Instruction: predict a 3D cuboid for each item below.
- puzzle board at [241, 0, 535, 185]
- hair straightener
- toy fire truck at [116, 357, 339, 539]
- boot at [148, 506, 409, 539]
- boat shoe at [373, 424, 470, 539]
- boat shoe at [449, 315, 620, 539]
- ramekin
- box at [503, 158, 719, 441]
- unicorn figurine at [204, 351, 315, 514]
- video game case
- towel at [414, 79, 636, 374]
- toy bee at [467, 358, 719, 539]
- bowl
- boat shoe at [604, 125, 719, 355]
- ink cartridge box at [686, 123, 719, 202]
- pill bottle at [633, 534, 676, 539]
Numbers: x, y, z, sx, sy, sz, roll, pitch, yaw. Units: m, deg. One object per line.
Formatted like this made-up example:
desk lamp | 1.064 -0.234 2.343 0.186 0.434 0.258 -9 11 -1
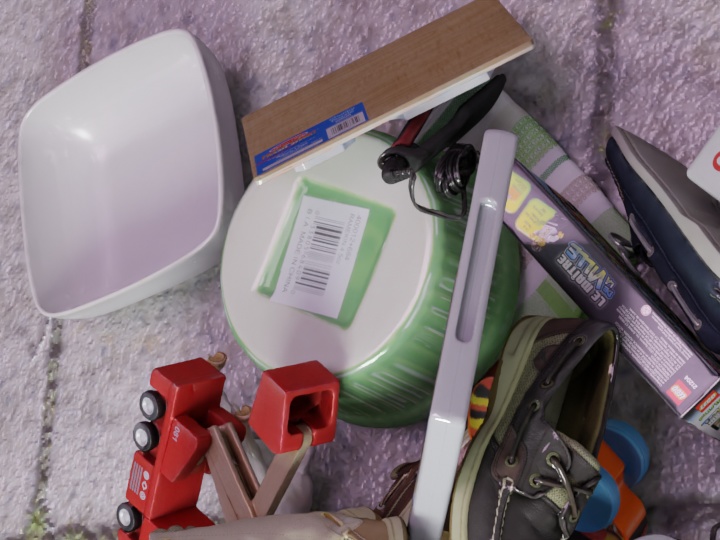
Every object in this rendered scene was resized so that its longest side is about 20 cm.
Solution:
puzzle board | 0.015 -0.120 1.340 0.199 0.017 0.151 -27 20 3
hair straightener | 0.065 -0.086 1.310 0.077 0.200 0.041 32 118 1
toy fire truck | -0.092 0.132 1.335 0.141 0.049 0.201 35 121 37
boot | -0.050 0.186 1.212 0.200 0.153 0.073 -176 83 -79
boat shoe | 0.047 0.148 1.335 0.203 0.075 0.075 -53 44 8
boat shoe | 0.104 0.109 1.140 0.066 0.072 0.202 -14 46 39
ramekin | 0.000 0.000 1.361 0.199 0.097 0.202 -10 71 30
box | 0.163 0.020 1.249 0.035 0.110 0.200 -45 63 9
unicorn figurine | -0.072 0.144 1.413 0.073 0.138 0.200 -19 30 -14
video game case | 0.057 0.046 1.165 0.023 0.200 0.183 11 62 3
towel | 0.090 -0.028 1.384 0.149 0.031 0.200 -50 54 14
toy bee | 0.135 0.152 1.248 0.200 0.130 0.109 53 133 23
bowl | -0.169 -0.068 1.557 0.199 0.074 0.201 -24 63 29
boat shoe | 0.200 -0.022 1.266 0.062 0.074 0.200 -60 37 22
ink cartridge box | 0.316 -0.055 1.194 0.200 0.083 0.147 41 101 37
pill bottle | 0.116 0.230 1.178 0.200 0.114 0.115 -35 56 43
